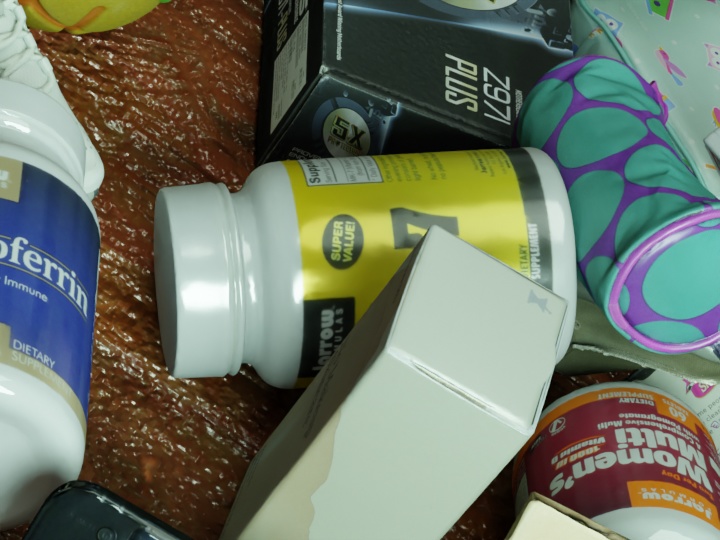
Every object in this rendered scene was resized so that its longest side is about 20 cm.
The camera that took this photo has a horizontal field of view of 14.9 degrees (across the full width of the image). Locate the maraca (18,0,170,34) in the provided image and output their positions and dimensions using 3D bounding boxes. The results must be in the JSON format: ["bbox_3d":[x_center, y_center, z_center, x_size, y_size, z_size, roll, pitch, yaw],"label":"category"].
[{"bbox_3d":[-0.186,-0.195,1.470,0.199,0.137,0.107,29,84,6],"label":"maraca"}]

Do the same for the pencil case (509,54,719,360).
[{"bbox_3d":[0.141,-0.036,1.408,0.092,0.085,0.200,-22,31,-2],"label":"pencil case"}]

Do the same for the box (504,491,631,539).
[{"bbox_3d":[0.098,0.219,1.235,0.163,0.201,0.021,27,12,-10],"label":"box"}]

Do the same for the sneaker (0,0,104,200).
[{"bbox_3d":[-0.200,-0.113,1.403,0.200,0.087,0.074,47,41,10],"label":"sneaker"}]

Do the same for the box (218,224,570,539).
[{"bbox_3d":[0.011,0.082,1.284,0.077,0.200,0.095,30,42,-7],"label":"box"}]

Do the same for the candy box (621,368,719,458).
[{"bbox_3d":[0.237,0.113,1.463,0.200,0.136,0.061,54,0,17],"label":"candy box"}]

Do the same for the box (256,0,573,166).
[{"bbox_3d":[0.032,-0.126,1.575,0.163,0.086,0.201,20,44,-19],"label":"box"}]

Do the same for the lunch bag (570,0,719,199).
[{"bbox_3d":[0.211,-0.086,1.669,0.160,0.077,0.201,-8,57,-40],"label":"lunch bag"}]

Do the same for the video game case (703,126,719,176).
[{"bbox_3d":[0.264,0.021,1.494,0.200,0.017,0.143,53,0,37],"label":"video game case"}]

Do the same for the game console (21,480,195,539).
[{"bbox_3d":[-0.087,0.219,1.162,0.199,0.176,0.116,31,13,-7],"label":"game console"}]

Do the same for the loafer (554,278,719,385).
[{"bbox_3d":[0.135,0.021,1.468,0.075,0.070,0.200,-28,36,-33],"label":"loafer"}]

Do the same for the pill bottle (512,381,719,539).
[{"bbox_3d":[0.133,0.145,1.338,0.109,0.110,0.200,26,22,-13],"label":"pill bottle"}]

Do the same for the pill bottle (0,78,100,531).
[{"bbox_3d":[-0.180,0.012,1.282,0.115,0.116,0.201,18,44,-20],"label":"pill bottle"}]

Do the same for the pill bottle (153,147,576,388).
[{"bbox_3d":[0.000,0.000,1.384,0.199,0.115,0.115,-4,52,-11],"label":"pill bottle"}]
